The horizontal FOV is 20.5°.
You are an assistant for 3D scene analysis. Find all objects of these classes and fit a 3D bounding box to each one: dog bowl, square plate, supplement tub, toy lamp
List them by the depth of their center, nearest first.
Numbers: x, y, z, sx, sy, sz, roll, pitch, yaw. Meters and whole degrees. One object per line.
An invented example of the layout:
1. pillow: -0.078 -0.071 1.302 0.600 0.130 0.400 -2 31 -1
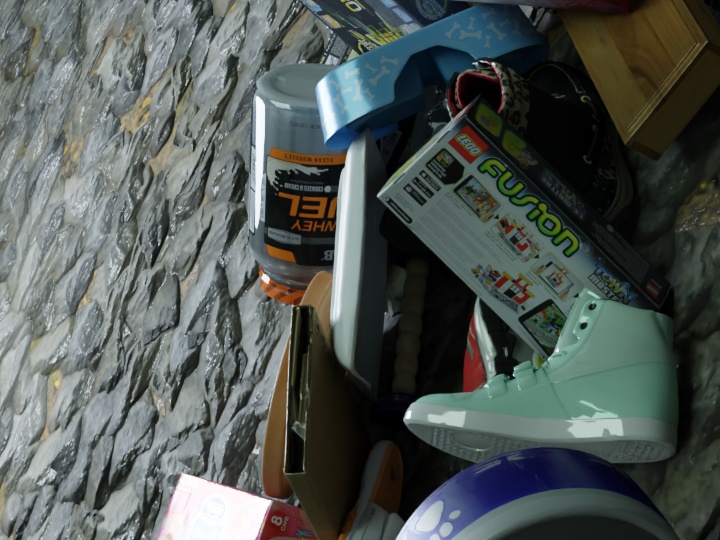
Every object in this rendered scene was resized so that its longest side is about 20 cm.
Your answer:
1. dog bowl: 0.115 0.217 1.271 0.201 0.199 0.079 -59 25 15
2. dog bowl: 0.053 -0.161 1.615 0.111 0.199 0.050 71 175 -82
3. square plate: 0.000 0.000 1.674 0.200 0.028 0.200 63 -150 -78
4. toy lamp: 0.044 0.036 1.699 0.058 0.058 0.201 -26 47 51
5. supplement tub: -0.041 -0.077 1.806 0.123 0.122 0.202 -126 35 -59

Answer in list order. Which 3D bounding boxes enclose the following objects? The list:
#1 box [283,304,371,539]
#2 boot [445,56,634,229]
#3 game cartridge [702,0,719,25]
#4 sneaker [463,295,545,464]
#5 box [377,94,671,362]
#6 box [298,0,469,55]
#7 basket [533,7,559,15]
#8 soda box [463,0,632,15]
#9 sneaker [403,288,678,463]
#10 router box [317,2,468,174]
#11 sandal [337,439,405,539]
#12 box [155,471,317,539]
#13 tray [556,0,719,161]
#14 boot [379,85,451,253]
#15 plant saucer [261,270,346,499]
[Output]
1. box: -0.023 0.152 1.607 0.021 0.201 0.164 -8 49 11
2. boot: 0.132 -0.128 1.550 0.073 0.153 0.204 -40 35 22
3. game cartridge: 0.240 -0.235 1.578 0.133 0.040 0.201 -22 50 49
4. sneaker: 0.114 0.109 1.521 0.085 0.076 0.201 114 162 -50
5. box: 0.120 -0.021 1.459 0.110 0.200 0.035 -41 8 38
6. box: 0.002 -0.246 1.719 0.049 0.200 0.161 -55 21 -16
7. basket: 0.120 -0.328 1.703 0.200 0.148 0.143 -109 42 -65
8. soda box: 0.117 -0.247 1.534 0.199 0.063 0.071 9 75 33
9. sneaker: 0.132 0.075 1.423 0.199 0.074 0.119 -1 63 21
10. router box: 0.012 -0.192 1.934 0.201 0.052 0.157 -64 27 6
11. sandal: 0.024 0.213 1.580 0.059 0.080 0.207 -5 41 19
12. box: -0.098 0.248 1.745 0.200 0.094 0.103 6 73 62
13. tray: 0.213 -0.182 1.510 0.099 0.037 0.201 -53 31 25
14. boot: 0.110 -0.116 1.694 0.164 0.066 0.201 -7 45 32
15. plant saucer: -0.042 0.101 1.728 0.200 0.032 0.202 13 -90 -82
